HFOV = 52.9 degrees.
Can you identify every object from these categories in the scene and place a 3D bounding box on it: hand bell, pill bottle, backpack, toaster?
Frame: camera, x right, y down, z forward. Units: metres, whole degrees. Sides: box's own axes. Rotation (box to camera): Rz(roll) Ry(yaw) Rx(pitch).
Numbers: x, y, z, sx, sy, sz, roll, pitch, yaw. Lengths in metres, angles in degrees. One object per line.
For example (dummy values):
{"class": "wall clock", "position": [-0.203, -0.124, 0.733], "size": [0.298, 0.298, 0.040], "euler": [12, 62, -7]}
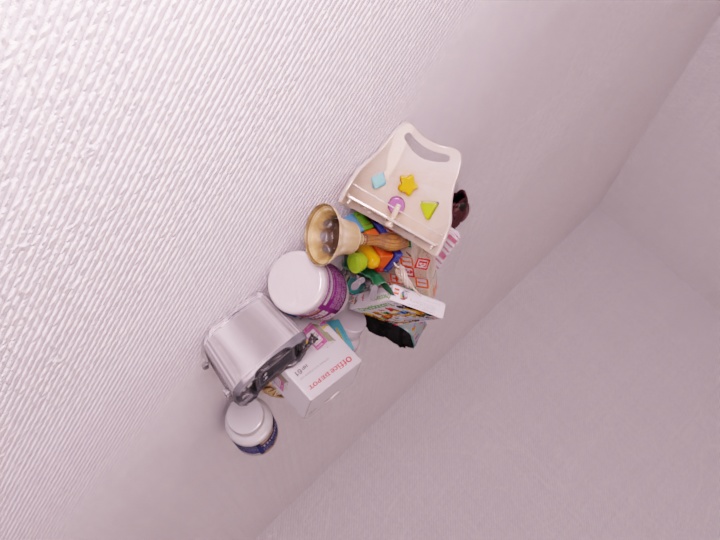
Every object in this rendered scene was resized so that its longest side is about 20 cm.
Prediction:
{"class": "hand bell", "position": [0.008, -0.054, 1.273], "size": [0.197, 0.105, 0.105], "euler": [4, 132, -41]}
{"class": "pill bottle", "position": [-0.251, 0.353, 1.660], "size": [0.111, 0.111, 0.201], "euler": [-40, 162, -16]}
{"class": "pill bottle", "position": [-0.087, 0.034, 1.340], "size": [0.113, 0.112, 0.200], "euler": [-47, 162, 5]}
{"class": "backpack", "position": [0.081, 0.093, 1.774], "size": [0.155, 0.174, 0.200], "euler": [-61, 165, -5]}
{"class": "toaster", "position": [-0.185, 0.131, 1.293], "size": [0.199, 0.129, 0.114], "euler": [-39, 162, -20]}
{"class": "pill bottle", "position": [-0.069, 0.172, 1.684], "size": [0.115, 0.116, 0.202], "euler": [-24, 152, -50]}

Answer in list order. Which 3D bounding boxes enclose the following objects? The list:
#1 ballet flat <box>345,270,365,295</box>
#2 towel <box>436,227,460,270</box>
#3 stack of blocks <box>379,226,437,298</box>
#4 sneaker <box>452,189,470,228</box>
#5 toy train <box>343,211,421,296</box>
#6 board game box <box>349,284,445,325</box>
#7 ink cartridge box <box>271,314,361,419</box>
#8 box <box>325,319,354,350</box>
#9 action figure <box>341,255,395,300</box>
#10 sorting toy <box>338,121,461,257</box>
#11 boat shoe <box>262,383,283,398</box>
{"class": "ballet flat", "position": [0.031, -0.029, 1.588], "size": [0.200, 0.076, 0.064], "euler": [-44, -166, 7]}
{"class": "towel", "position": [0.118, -0.041, 1.617], "size": [0.201, 0.144, 0.030], "euler": [-58, -173, 35]}
{"class": "stack of blocks", "position": [0.092, -0.021, 1.486], "size": [0.202, 0.113, 0.059], "euler": [79, 28, -45]}
{"class": "sneaker", "position": [0.195, -0.120, 1.760], "size": [0.201, 0.075, 0.116], "euler": [-53, 160, -14]}
{"class": "toy train", "position": [0.025, -0.020, 1.344], "size": [0.115, 0.202, 0.085], "euler": [-19, 157, -43]}
{"class": "board game box", "position": [0.073, 0.074, 1.505], "size": [0.199, 0.124, 0.035], "euler": [-19, -126, 64]}
{"class": "ink cartridge box", "position": [-0.115, 0.164, 1.411], "size": [0.144, 0.200, 0.085], "euler": [-33, 160, -35]}
{"class": "box", "position": [-0.118, 0.165, 1.512], "size": [0.197, 0.083, 0.050], "euler": [-11, 144, -32]}
{"class": "action figure", "position": [0.000, 0.000, 1.452], "size": [0.055, 0.117, 0.200], "euler": [-54, -165, 11]}
{"class": "sorting toy", "position": [0.087, -0.155, 1.276], "size": [0.182, 0.197, 0.107], "euler": [-61, -176, 7]}
{"class": "boat shoe", "position": [-0.193, 0.248, 1.634], "size": [0.074, 0.069, 0.200], "euler": [-45, 163, -3]}
